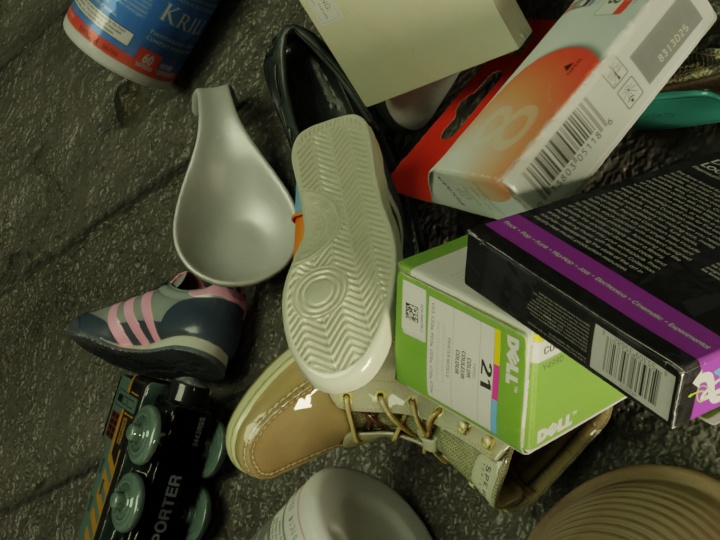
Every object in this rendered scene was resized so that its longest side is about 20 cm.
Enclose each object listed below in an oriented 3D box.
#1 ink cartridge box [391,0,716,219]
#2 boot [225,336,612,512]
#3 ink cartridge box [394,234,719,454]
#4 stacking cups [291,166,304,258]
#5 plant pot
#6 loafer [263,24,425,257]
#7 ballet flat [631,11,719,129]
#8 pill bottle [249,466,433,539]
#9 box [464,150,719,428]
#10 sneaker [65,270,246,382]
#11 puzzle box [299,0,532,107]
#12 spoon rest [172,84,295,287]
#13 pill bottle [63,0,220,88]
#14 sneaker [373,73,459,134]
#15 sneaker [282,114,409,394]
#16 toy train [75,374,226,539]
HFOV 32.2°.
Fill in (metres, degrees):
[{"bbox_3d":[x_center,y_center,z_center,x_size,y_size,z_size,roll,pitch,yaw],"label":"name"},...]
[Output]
[{"bbox_3d":[0.094,-0.111,0.750,0.162,0.050,0.200,-50,28,-9],"label":"ink cartridge box"},{"bbox_3d":[0.031,0.092,0.742,0.199,0.072,0.155,-30,43,-15],"label":"boot"},{"bbox_3d":[0.135,0.041,0.652,0.199,0.147,0.076,28,127,42],"label":"ink cartridge box"},{"bbox_3d":[-0.021,-0.056,0.922,0.060,0.060,0.202,-9,76,43],"label":"stacking cups"},{"bbox_3d":[0.138,0.198,0.648,0.200,0.092,0.202,-17,64,40],"label":"plant pot"},{"bbox_3d":[-0.013,-0.076,0.861,0.068,0.070,0.202,-25,82,-5],"label":"loafer"},{"bbox_3d":[0.220,-0.111,0.690,0.199,0.068,0.076,17,79,50],"label":"ballet flat"},{"bbox_3d":[-0.048,0.230,0.806,0.200,0.113,0.114,-47,49,23],"label":"pill bottle"},{"bbox_3d":[0.172,-0.002,0.613,0.143,0.199,0.036,37,136,45],"label":"box"},{"bbox_3d":[-0.165,0.042,1.031,0.199,0.070,0.082,3,62,43],"label":"sneaker"},{"bbox_3d":[0.005,-0.207,0.776,0.133,0.201,0.025,-13,28,42],"label":"puzzle box"},{"bbox_3d":[-0.106,-0.073,0.990,0.099,0.061,0.201,-11,57,-6],"label":"spoon rest"},{"bbox_3d":[-0.167,-0.271,1.091,0.201,0.112,0.112,-56,46,17],"label":"pill bottle"},{"bbox_3d":[0.077,-0.190,0.853,0.108,0.067,0.203,12,83,49],"label":"sneaker"},{"bbox_3d":[0.000,0.000,0.754,0.074,0.085,0.201,-11,49,15],"label":"sneaker"},{"bbox_3d":[-0.169,0.175,0.975,0.114,0.085,0.201,16,90,58],"label":"toy train"}]
